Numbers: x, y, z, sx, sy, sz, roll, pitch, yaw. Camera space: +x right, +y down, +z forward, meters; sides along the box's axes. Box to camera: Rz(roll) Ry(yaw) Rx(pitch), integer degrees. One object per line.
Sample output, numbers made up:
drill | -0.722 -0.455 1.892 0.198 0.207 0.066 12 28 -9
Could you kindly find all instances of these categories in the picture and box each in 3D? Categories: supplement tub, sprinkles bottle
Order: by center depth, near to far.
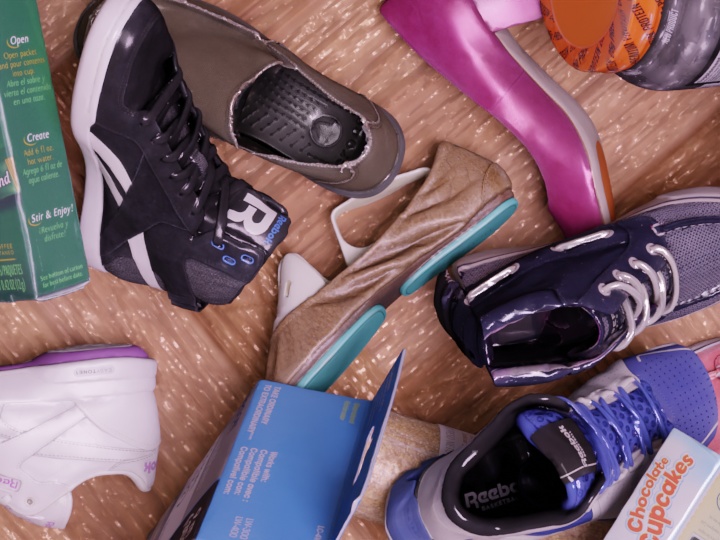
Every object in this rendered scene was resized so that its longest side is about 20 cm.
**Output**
supplement tub | 0.206 -0.163 0.861 0.198 0.122 0.124 -7 94 -24
sprinkles bottle | 0.080 0.134 0.906 0.198 0.068 0.069 18 90 -8

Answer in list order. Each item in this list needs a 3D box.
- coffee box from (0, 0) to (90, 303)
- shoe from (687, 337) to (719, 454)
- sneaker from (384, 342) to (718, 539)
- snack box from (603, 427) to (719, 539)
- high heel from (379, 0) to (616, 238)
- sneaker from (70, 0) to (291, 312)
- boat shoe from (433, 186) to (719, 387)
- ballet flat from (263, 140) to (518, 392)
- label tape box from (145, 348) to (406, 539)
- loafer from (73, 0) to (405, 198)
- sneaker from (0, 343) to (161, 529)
coffee box | -0.215 -0.084 0.825 0.122 0.044 0.202 -1 102 37
shoe | 0.242 0.069 0.914 0.199 0.091 0.072 -23 95 -6
sneaker | 0.116 0.100 0.827 0.198 0.115 0.081 -22 80 -19
snack box | 0.190 0.170 0.875 0.117 0.037 0.200 -58 143 -2
high heel | 0.084 -0.081 0.908 0.095 0.067 0.201 -17 106 16
sneaker | -0.085 -0.056 0.815 0.111 0.201 0.073 21 54 7
boat shoe | 0.144 0.014 0.848 0.198 0.093 0.075 -17 111 -1
ballet flat | 0.000 0.000 0.897 0.200 0.068 0.072 -44 77 -4
label tape box | -0.060 0.131 0.809 0.066 0.144 0.201 30 119 -6
loafer | -0.067 -0.104 0.865 0.199 0.070 0.076 22 89 3
sneaker | -0.206 0.100 0.861 0.198 0.075 0.101 -8 92 -7
